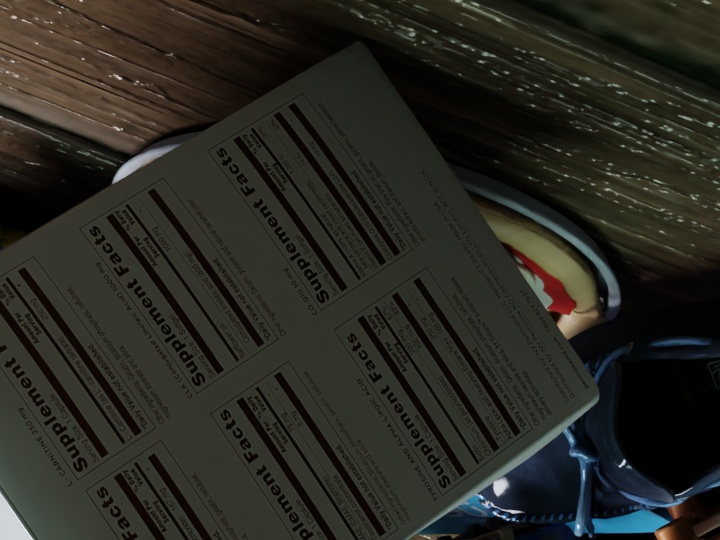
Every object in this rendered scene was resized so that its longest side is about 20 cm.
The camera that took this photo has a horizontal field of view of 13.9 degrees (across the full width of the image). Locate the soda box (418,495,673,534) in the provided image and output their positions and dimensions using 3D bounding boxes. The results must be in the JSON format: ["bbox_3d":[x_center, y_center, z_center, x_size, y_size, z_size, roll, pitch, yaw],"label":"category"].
[{"bbox_3d":[0.045,0.072,1.250,0.199,0.065,0.068,-4,155,43],"label":"soda box"}]

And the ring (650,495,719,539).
[{"bbox_3d":[0.157,0.077,1.094,0.199,0.019,0.200,-27,177,-1],"label":"ring"}]

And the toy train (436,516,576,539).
[{"bbox_3d":[0.044,0.115,1.113,0.046,0.034,0.200,-12,179,19],"label":"toy train"}]

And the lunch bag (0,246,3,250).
[{"bbox_3d":[-0.142,0.089,1.132,0.150,0.200,0.094,35,-169,-10],"label":"lunch bag"}]

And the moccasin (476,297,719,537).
[{"bbox_3d":[0.107,0.048,1.087,0.200,0.081,0.068,-30,179,41],"label":"moccasin"}]

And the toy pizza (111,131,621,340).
[{"bbox_3d":[0.000,0.000,1.126,0.199,0.032,0.200,12,161,4],"label":"toy pizza"}]

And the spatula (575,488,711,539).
[{"bbox_3d":[0.092,0.114,1.276,0.056,0.021,0.200,-6,-170,32],"label":"spatula"}]

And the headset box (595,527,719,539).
[{"bbox_3d":[0.101,0.164,1.371,0.148,0.076,0.199,-5,-179,43],"label":"headset box"}]

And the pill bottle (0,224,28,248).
[{"bbox_3d":[-0.117,0.049,1.214,0.199,0.113,0.112,16,161,-6],"label":"pill bottle"}]

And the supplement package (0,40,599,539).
[{"bbox_3d":[-0.069,0.060,0.981,0.147,0.200,0.191,55,146,3],"label":"supplement package"}]
